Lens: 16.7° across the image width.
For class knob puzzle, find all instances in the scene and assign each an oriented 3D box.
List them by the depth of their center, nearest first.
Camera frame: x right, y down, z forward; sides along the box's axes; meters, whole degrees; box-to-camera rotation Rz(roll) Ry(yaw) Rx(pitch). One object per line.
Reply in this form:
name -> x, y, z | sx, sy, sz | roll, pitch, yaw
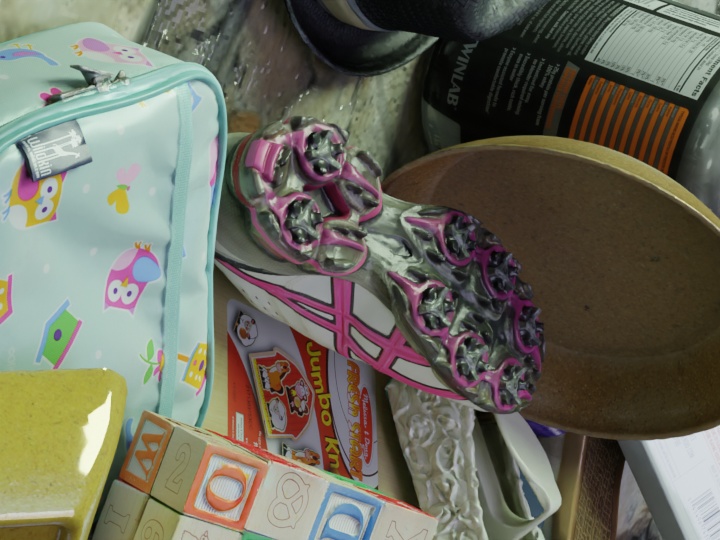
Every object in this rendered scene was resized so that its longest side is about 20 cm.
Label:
knob puzzle -> -0.021, 0.096, 1.112 | 0.219, 0.030, 0.221 | 30, 50, -45

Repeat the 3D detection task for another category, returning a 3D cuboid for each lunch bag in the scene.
lunch bag -> -0.121, 0.006, 0.956 | 0.160, 0.077, 0.201 | -22, 128, -46

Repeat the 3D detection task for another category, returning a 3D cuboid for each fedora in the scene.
fedora -> 0.052, -0.171, 1.075 | 0.200, 0.091, 0.202 | -31, 133, -41

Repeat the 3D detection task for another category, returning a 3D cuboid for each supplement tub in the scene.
supplement tub -> 0.138, -0.067, 1.164 | 0.122, 0.199, 0.123 | -32, 135, -40

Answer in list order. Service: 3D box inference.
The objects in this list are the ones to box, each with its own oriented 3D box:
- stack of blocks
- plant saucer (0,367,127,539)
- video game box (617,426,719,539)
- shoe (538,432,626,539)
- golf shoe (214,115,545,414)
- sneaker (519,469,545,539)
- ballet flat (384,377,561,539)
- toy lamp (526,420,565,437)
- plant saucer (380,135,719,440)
stack of blocks -> -0.062, 0.170, 0.970 | 0.115, 0.058, 0.201 | 21, 89, -32
plant saucer -> -0.186, 0.132, 0.884 | 0.199, 0.048, 0.201 | -1, 124, -34
video game box -> 0.220, 0.049, 1.354 | 0.182, 0.047, 0.201 | -33, 119, -12
shoe -> 0.125, 0.077, 1.372 | 0.070, 0.053, 0.201 | 24, 77, -43
golf shoe -> 0.000, 0.000, 1.070 | 0.200, 0.092, 0.073 | 38, 60, -32
sneaker -> 0.018, 0.100, 1.239 | 0.199, 0.070, 0.083 | 23, 54, -47
ballet flat -> 0.067, 0.129, 1.138 | 0.072, 0.071, 0.201 | -20, 92, -47
toy lamp -> 0.069, 0.026, 1.258 | 0.058, 0.058, 0.200 | -55, 143, -16
plant saucer -> 0.097, 0.001, 1.113 | 0.201, 0.199, 0.036 | 71, 34, -46
